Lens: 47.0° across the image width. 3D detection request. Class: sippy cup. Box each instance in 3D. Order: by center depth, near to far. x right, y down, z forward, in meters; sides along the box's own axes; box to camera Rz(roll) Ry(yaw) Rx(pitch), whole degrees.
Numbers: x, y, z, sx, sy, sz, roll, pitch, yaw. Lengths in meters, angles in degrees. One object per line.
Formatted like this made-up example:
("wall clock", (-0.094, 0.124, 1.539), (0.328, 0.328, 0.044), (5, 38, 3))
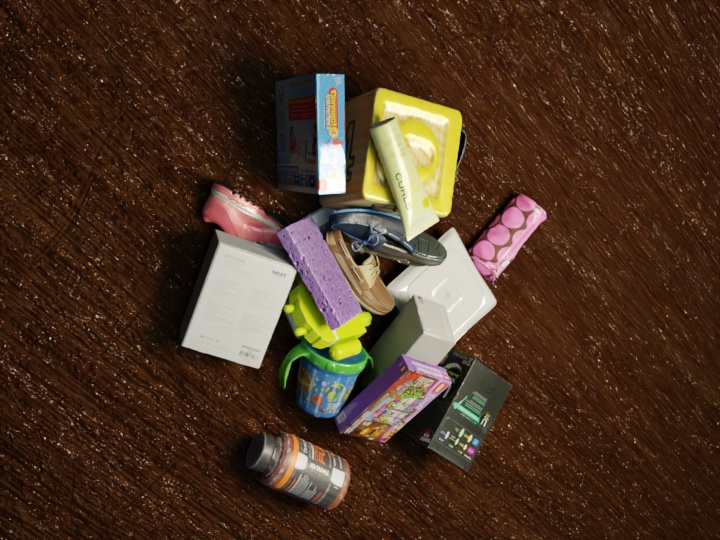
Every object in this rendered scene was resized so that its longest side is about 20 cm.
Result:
("sippy cup", (-0.065, 0.205, 1.591), (0.174, 0.140, 0.133), (18, 109, 3))

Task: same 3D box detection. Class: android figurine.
("android figurine", (-0.062, 0.078, 1.540), (0.198, 0.041, 0.185), (-12, 71, -51))

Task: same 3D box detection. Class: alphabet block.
("alphabet block", (0.053, -0.206, 1.543), (0.191, 0.199, 0.202), (8, 87, -27))

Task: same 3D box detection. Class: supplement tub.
("supplement tub", (-0.122, 0.381, 1.597), (0.198, 0.106, 0.109), (30, 84, -27))

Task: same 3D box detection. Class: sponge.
("sponge", (-0.071, 0.004, 1.497), (0.029, 0.111, 0.203), (-28, 92, 23))

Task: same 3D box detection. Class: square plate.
("square plate", (0.174, 0.053, 1.691), (0.197, 0.028, 0.202), (-40, 111, -17))

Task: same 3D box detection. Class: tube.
("tube", (0.074, -0.160, 1.419), (0.057, 0.052, 0.204), (-18, 107, 14))

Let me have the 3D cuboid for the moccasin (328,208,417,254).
("moccasin", (0.032, -0.070, 1.536), (0.196, 0.080, 0.070), (7, 79, -29))

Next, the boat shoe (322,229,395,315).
("boat shoe", (0.000, 0.000, 1.578), (0.200, 0.073, 0.076), (45, 32, -17))

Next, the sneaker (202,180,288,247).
("sneaker", (-0.203, -0.079, 1.521), (0.198, 0.074, 0.088), (34, 98, -14))

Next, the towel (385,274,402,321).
("towel", (0.146, 0.040, 1.718), (0.196, 0.048, 0.114), (-22, 106, -22))

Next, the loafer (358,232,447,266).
("loafer", (0.073, -0.049, 1.642), (0.195, 0.063, 0.073), (19, 45, -8))

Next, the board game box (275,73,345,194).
("board game box", (-0.092, -0.242, 1.477), (0.055, 0.199, 0.202), (-4, 100, -26))

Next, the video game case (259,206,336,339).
("video game case", (-0.089, 0.001, 1.609), (0.180, 0.023, 0.204), (-31, 110, -20))

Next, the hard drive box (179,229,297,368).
("hard drive box", (-0.221, 0.053, 1.486), (0.153, 0.077, 0.204), (19, 103, -21))

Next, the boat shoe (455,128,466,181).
("boat shoe", (0.162, -0.204, 1.686), (0.074, 0.062, 0.204), (25, 87, -28))

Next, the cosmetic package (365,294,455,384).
("cosmetic package", (0.093, 0.158, 1.623), (0.089, 0.108, 0.201), (21, 126, -27))

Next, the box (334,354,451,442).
("box", (0.062, 0.248, 1.581), (0.135, 0.040, 0.200), (20, 123, -44))

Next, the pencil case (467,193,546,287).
("pencil case", (0.315, -0.070, 1.763), (0.091, 0.093, 0.201), (45, 76, -24))

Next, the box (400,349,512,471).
("box", (0.190, 0.282, 1.716), (0.123, 0.148, 0.203), (34, 82, -27))
